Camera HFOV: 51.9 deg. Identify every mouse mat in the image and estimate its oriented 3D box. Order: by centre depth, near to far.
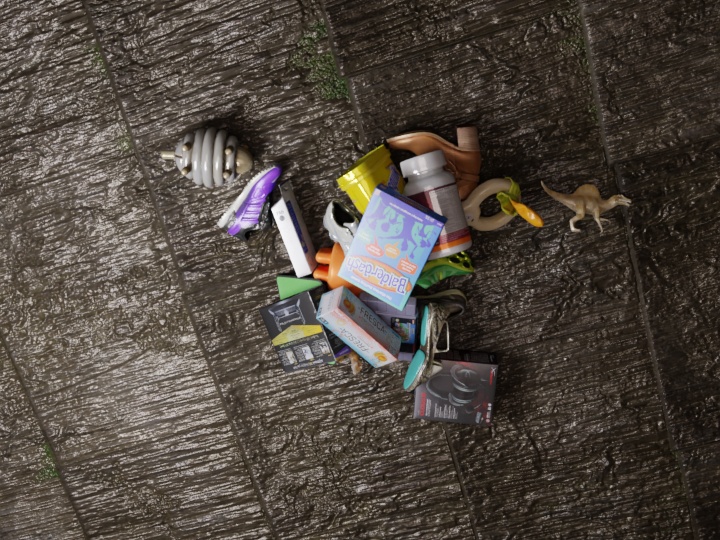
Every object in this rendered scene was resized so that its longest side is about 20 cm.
[{"bbox_3d":[-0.122,0.110,1.653,0.159,0.007,0.203,6,112,44],"label":"mouse mat"}]

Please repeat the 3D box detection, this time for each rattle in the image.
[{"bbox_3d":[0.257,-0.092,1.527,0.197,0.131,0.144,-22,63,-3],"label":"rattle"}]

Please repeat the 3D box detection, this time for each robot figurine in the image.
[{"bbox_3d":[0.000,-0.002,1.603,0.197,0.117,0.146,11,66,4],"label":"robot figurine"}]

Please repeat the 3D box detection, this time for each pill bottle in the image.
[{"bbox_3d":[0.148,-0.131,1.483,0.108,0.110,0.203,-16,94,10],"label":"pill bottle"}]

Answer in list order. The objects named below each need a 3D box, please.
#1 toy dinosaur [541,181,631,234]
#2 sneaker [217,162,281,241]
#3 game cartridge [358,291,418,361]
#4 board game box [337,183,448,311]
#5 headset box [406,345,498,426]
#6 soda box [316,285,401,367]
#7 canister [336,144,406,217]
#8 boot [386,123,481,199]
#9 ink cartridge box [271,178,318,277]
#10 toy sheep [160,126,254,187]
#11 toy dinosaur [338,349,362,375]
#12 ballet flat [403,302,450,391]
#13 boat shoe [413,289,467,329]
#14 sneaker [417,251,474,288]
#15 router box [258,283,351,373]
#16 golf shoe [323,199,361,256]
[{"bbox_3d":[0.464,-0.132,1.558,0.196,0.058,0.103,7,91,-4],"label":"toy dinosaur"},{"bbox_3d":[-0.218,-0.143,1.618,0.099,0.070,0.200,42,113,-7],"label":"sneaker"},{"bbox_3d":[0.061,0.127,1.619,0.127,0.039,0.202,9,139,10],"label":"game cartridge"},{"bbox_3d":[0.060,-0.044,1.446,0.151,0.045,0.202,27,114,7],"label":"board game box"},{"bbox_3d":[0.203,0.259,1.669,0.196,0.077,0.151,5,105,3],"label":"headset box"},{"bbox_3d":[0.000,0.121,1.555,0.068,0.064,0.200,-23,127,35],"label":"soda box"},{"bbox_3d":[0.054,-0.143,1.545,0.086,0.149,0.201,-25,104,36],"label":"canister"},{"bbox_3d":[0.156,-0.222,1.558,0.196,0.077,0.158,-4,108,0],"label":"boot"},{"bbox_3d":[-0.146,-0.093,1.604,0.039,0.100,0.203,-16,102,12],"label":"ink cartridge box"},{"bbox_3d":[-0.324,-0.240,1.568,0.197,0.138,0.140,8,106,-5],"label":"toy sheep"},{"bbox_3d":[-0.050,0.140,1.687,0.105,0.060,0.203,-17,95,-1],"label":"toy dinosaur"},{"bbox_3d":[0.152,0.171,1.588,0.074,0.068,0.203,12,98,-13],"label":"ballet flat"},{"bbox_3d":[0.139,0.093,1.638,0.197,0.065,0.074,-20,103,12],"label":"boat shoe"},{"bbox_3d":[0.156,-0.009,1.584,0.197,0.075,0.084,-2,145,-30],"label":"sneaker"},{"bbox_3d":[-0.124,0.130,1.620,0.199,0.052,0.159,-19,94,48],"label":"router box"},{"bbox_3d":[-0.008,-0.060,1.515,0.078,0.097,0.200,-38,74,-15],"label":"golf shoe"}]
